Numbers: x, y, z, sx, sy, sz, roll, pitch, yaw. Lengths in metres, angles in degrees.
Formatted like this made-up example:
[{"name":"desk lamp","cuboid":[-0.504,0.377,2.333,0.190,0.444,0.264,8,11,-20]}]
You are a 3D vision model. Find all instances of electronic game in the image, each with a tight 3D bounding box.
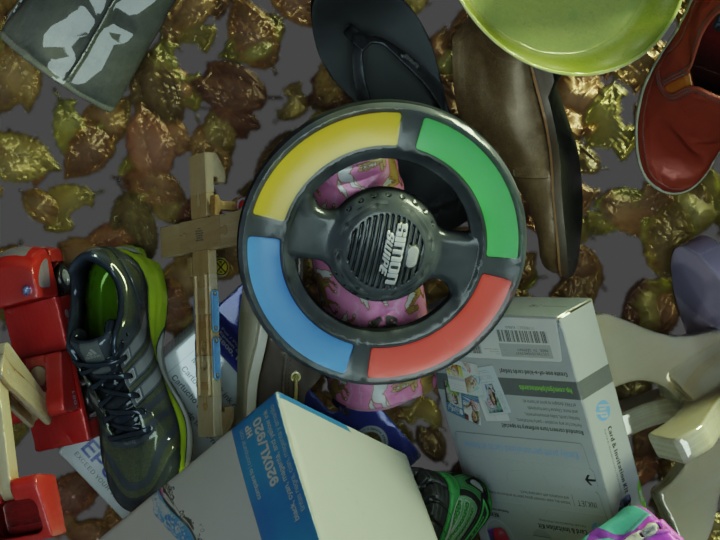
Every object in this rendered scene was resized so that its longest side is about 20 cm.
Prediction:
[{"name":"electronic game","cuboid":[0.015,-0.017,1.241,0.198,0.042,0.202,-2,108,-7]}]

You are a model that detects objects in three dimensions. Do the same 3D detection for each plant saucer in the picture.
[{"name":"plant saucer","cuboid":[0.136,-0.230,1.267,0.199,0.031,0.202,3,81,-22]}]

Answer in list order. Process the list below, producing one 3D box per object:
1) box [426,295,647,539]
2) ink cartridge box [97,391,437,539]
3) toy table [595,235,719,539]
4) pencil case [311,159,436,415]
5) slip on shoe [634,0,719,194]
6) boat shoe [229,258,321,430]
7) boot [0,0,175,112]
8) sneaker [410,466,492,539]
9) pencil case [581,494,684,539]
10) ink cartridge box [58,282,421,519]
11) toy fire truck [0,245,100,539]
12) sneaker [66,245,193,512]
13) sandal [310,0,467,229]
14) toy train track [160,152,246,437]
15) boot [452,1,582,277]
[{"name":"box","cuboid":[0.126,0.118,1.319,0.041,0.155,0.201,-24,104,-35]},{"name":"ink cartridge box","cuboid":[-0.063,0.214,1.242,0.200,0.145,0.147,-40,137,21]},{"name":"toy table","cuboid":[0.239,0.092,1.314,0.117,0.184,0.201,-27,85,-12]},{"name":"pencil case","cuboid":[0.000,0.000,1.310,0.086,0.083,0.201,-10,110,-2]},{"name":"slip on shoe","cuboid":[0.243,-0.130,1.283,0.074,0.061,0.201,10,131,-9]},{"name":"boat shoe","cuboid":[-0.058,0.075,1.307,0.059,0.072,0.202,4,99,-13]},{"name":"boot","cuboid":[-0.132,-0.199,1.277,0.181,0.073,0.201,31,93,5]},{"name":"sneaker","cuboid":[0.036,0.231,1.366,0.085,0.078,0.201,7,129,-36]},{"name":"pencil case","cuboid":[0.127,0.227,1.192,0.199,0.085,0.093,-27,138,-24]},{"name":"ink cartridge box","cuboid":[-0.088,0.138,1.369,0.200,0.041,0.200,-41,101,6]},{"name":"toy fire truck","cuboid":[-0.234,0.083,1.281,0.048,0.141,0.202,-13,90,14]},{"name":"sneaker","cuboid":[-0.174,0.075,1.296,0.073,0.081,0.201,-18,75,19]},{"name":"sandal","cuboid":[0.031,-0.122,1.314,0.076,0.043,0.201,-29,102,4]},{"name":"toy train track","cuboid":[-0.101,0.018,1.307,0.032,0.114,0.202,1,85,-35]},{"name":"boot","cuboid":[0.116,-0.091,1.320,0.075,0.074,0.202,-10,96,15]}]
